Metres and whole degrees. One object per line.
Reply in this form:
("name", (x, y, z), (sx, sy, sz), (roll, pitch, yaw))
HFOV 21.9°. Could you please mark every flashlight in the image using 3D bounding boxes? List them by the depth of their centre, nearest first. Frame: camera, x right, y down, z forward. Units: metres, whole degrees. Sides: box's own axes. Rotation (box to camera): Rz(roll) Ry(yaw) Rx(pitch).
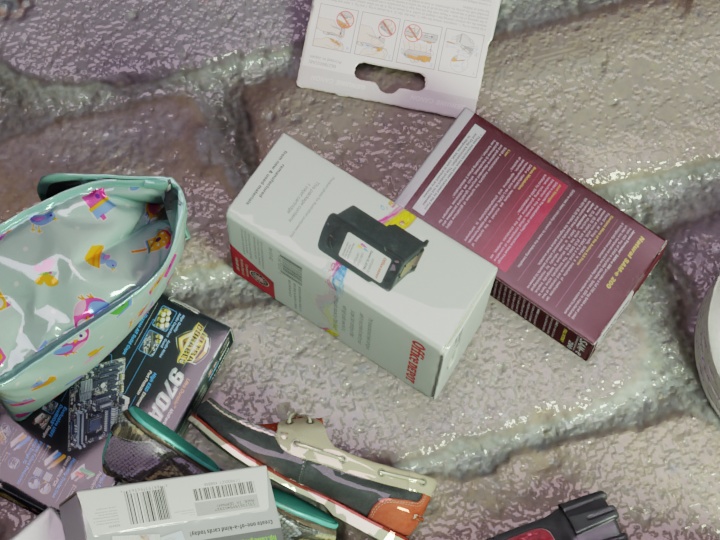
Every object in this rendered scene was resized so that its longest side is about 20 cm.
("flashlight", (0.107, 0.231, 1.427), (0.199, 0.068, 0.068), (-19, 73, -5))

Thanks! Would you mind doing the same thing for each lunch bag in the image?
("lunch bag", (-0.214, 0.005, 1.392), (0.200, 0.170, 0.122), (-37, 83, -11))

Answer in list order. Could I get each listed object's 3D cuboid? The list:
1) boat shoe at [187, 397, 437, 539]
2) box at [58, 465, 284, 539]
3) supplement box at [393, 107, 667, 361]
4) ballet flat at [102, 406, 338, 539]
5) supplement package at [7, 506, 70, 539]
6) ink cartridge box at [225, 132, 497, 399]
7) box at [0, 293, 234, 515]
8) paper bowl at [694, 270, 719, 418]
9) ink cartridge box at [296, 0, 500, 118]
("boat shoe", (-0.038, 0.146, 1.448), (0.199, 0.071, 0.063), (28, 86, 3))
("box", (-0.118, 0.247, 1.319), (0.155, 0.041, 0.201), (-5, 71, -32))
("supplement box", (0.135, -0.030, 1.510), (0.200, 0.061, 0.109), (35, 77, 11))
("ballet flat", (-0.113, 0.176, 1.427), (0.200, 0.072, 0.072), (31, 73, -19))
("supplement package", (-0.222, 0.298, 1.360), (0.156, 0.111, 0.200), (-40, 92, -12))
("ink cartridge box", (0.000, 0.000, 1.457), (0.200, 0.146, 0.083), (32, 73, 9))
("box", (-0.215, 0.100, 1.476), (0.158, 0.046, 0.201), (25, 74, 7))
("paper bowl", (0.370, 0.052, 1.466), (0.200, 0.104, 0.202), (0, 74, -1))
("ink cartridge box", (0.042, -0.240, 1.591), (0.160, 0.050, 0.201), (11, 92, 4))
